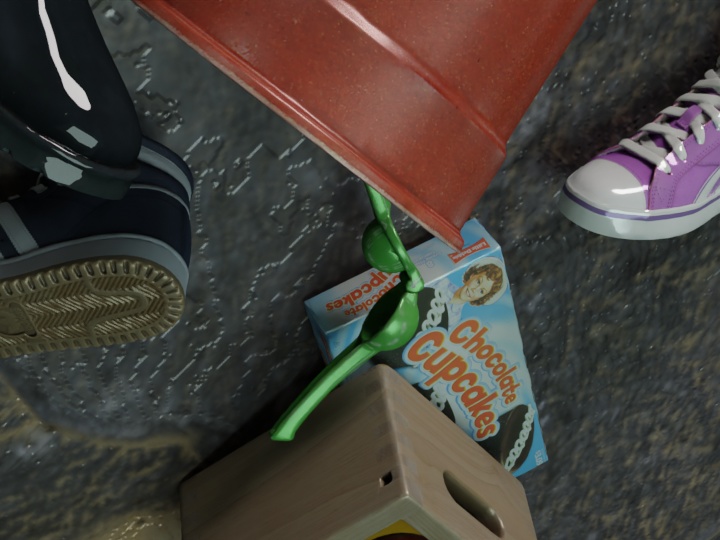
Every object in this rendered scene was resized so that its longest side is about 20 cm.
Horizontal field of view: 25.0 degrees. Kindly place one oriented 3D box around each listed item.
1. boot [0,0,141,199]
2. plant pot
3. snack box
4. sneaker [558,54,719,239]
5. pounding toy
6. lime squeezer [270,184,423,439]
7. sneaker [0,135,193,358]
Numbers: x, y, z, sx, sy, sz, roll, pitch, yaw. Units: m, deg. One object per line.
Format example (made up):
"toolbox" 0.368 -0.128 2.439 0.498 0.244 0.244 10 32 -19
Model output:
"boot" -0.120 -0.150 0.633 0.168 0.200 0.076 -49 163 15
"plant pot" 0.025 -0.145 0.728 0.195 0.201 0.201 -52 133 3
"snack box" 0.045 0.071 1.001 0.116 0.037 0.200 -27 133 -9
"sneaker" 0.200 -0.092 0.951 0.200 0.073 0.115 -20 129 -31
"pounding toy" 0.029 0.184 0.959 0.184 0.142 0.200 -32 129 20
"lime squeezer" 0.000 0.000 0.886 0.070 0.038 0.201 10 108 4
"sneaker" -0.175 -0.016 0.791 0.199 0.109 0.070 -3 135 9
